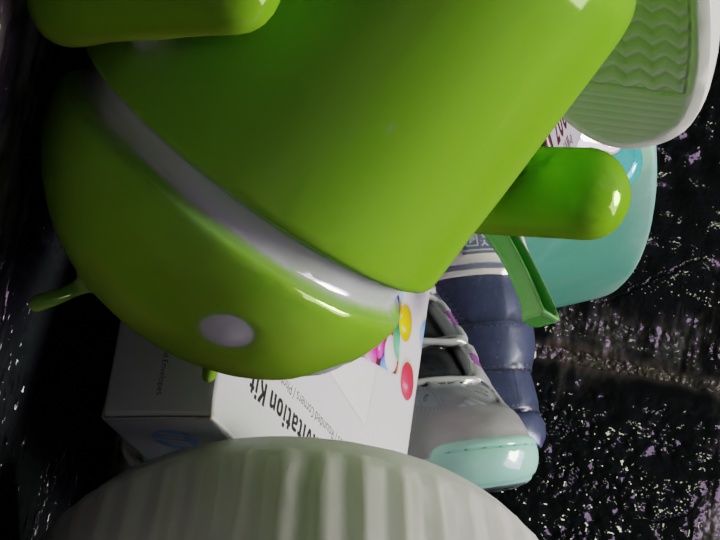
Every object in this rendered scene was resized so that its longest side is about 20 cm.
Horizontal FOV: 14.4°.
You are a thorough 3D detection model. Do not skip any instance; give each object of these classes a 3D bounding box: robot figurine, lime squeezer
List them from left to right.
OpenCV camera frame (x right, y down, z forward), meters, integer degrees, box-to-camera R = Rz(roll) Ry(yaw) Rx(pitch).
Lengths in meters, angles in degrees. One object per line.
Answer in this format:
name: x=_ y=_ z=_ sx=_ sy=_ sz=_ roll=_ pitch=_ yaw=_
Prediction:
robot figurine: x=-0.007 y=-0.057 z=0.762 sx=0.175 sy=0.116 sz=0.200 roll=26 pitch=106 yaw=-47
lime squeezer: x=0.050 y=-0.066 z=1.028 sx=0.071 sy=0.038 sz=0.201 roll=-36 pitch=-141 yaw=55

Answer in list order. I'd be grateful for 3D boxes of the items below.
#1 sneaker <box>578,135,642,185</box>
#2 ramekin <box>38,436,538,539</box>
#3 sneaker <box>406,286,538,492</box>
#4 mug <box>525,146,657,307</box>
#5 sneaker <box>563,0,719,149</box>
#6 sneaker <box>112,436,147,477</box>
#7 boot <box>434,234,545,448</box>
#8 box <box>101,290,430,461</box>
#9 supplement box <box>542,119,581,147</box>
sneaker: x=0.030 y=-0.030 z=1.146 sx=0.200 sy=0.079 sz=0.078 roll=-13 pitch=-117 yaw=52
ramekin: x=-0.020 y=0.134 z=0.854 sx=0.203 sy=0.202 sz=0.094 roll=96 pitch=-3 yaw=-48
sneaker: x=0.000 y=0.000 z=1.046 sx=0.200 sy=0.078 sz=0.140 roll=20 pitch=-72 yaw=55
mug: x=0.049 y=-0.063 z=1.253 sx=0.185 sy=0.114 sz=0.152 roll=107 pitch=-34 yaw=-48
sneaker: x=0.075 y=-0.144 z=0.842 sx=0.118 sy=0.074 sz=0.201 roll=-41 pitch=117 yaw=-57
sneaker: x=-0.061 y=0.067 z=0.960 sx=0.089 sy=0.075 sz=0.201 roll=51 pitch=44 yaw=-67
boot: x=0.009 y=0.051 z=1.159 sx=0.200 sy=0.072 sz=0.091 roll=147 pitch=-60 yaw=-62
box: x=-0.020 y=-0.015 z=0.927 sx=0.156 sy=0.041 sz=0.201 roll=52 pitch=44 yaw=-57
supplement box: x=0.020 y=-0.130 z=0.896 sx=0.109 sy=0.061 sz=0.201 roll=-61 pitch=136 yaw=-64
